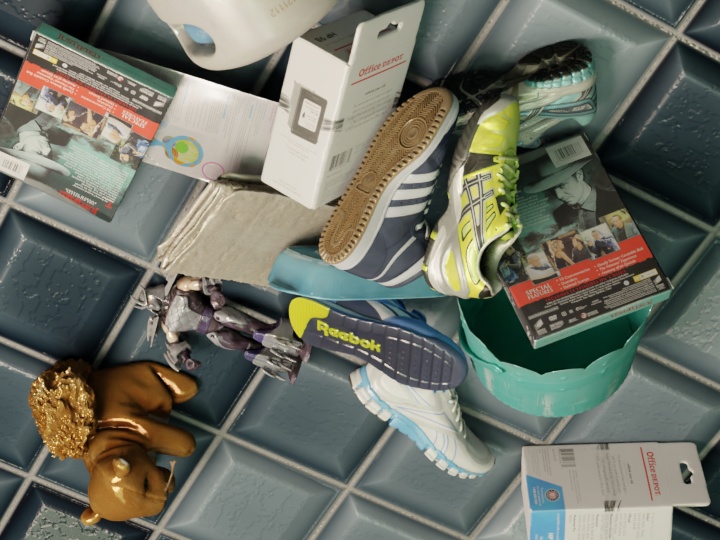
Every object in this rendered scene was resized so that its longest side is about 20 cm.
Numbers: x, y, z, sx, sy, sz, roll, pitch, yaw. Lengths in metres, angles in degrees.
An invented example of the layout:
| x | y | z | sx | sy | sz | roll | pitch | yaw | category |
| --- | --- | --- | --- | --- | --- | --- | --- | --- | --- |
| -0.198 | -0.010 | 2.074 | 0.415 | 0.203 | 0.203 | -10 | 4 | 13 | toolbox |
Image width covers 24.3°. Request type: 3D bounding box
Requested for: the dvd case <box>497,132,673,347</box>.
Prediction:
| x | y | z | sx | sy | sz | roll | pitch | yaw | category |
| --- | --- | --- | --- | --- | --- | --- | --- | --- | --- |
| 0.196 | -0.033 | 1.642 | 0.146 | 0.200 | 0.022 | -21 | 152 | -8 | dvd case |

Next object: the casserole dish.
| x | y | z | sx | sy | sz | roll | pitch | yaw | category |
| --- | --- | --- | --- | --- | --- | --- | --- | --- | --- |
| 0.000 | 0.000 | 1.712 | 0.200 | 0.121 | 0.039 | 0 | 102 | -34 | casserole dish |

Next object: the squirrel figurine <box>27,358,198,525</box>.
| x | y | z | sx | sy | sz | roll | pitch | yaw | category |
| --- | --- | --- | --- | --- | --- | --- | --- | --- | --- |
| -0.280 | 0.186 | 1.808 | 0.200 | 0.187 | 0.142 | 30 | 119 | -18 | squirrel figurine |

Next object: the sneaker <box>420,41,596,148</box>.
| x | y | z | sx | sy | sz | roll | pitch | yaw | category |
| --- | --- | --- | --- | --- | --- | --- | --- | --- | --- |
| 0.141 | -0.152 | 1.655 | 0.200 | 0.078 | 0.086 | -14 | 125 | 9 | sneaker |

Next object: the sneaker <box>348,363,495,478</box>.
| x | y | z | sx | sy | sz | roll | pitch | yaw | category |
| --- | --- | --- | --- | --- | --- | --- | --- | --- | --- |
| 0.087 | 0.154 | 1.859 | 0.200 | 0.075 | 0.087 | 38 | 110 | -22 | sneaker |

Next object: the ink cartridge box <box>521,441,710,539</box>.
| x | y | z | sx | sy | sz | roll | pitch | yaw | category |
| --- | --- | --- | --- | --- | --- | --- | --- | --- | --- |
| 0.286 | 0.256 | 1.896 | 0.200 | 0.116 | 0.067 | -1 | 123 | 1 | ink cartridge box |

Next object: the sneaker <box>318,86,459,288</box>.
| x | y | z | sx | sy | sz | roll | pitch | yaw | category |
| --- | --- | --- | --- | --- | --- | --- | --- | --- | --- |
| 0.052 | -0.074 | 1.619 | 0.108 | 0.070 | 0.200 | 31 | 95 | -40 | sneaker |

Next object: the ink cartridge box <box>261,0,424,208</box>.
| x | y | z | sx | sy | sz | roll | pitch | yaw | category |
| --- | --- | --- | --- | --- | --- | --- | --- | --- | --- |
| -0.017 | -0.172 | 1.602 | 0.067 | 0.116 | 0.200 | 31 | 125 | 23 | ink cartridge box |

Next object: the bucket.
| x | y | z | sx | sy | sz | roll | pitch | yaw | category |
| --- | --- | --- | --- | --- | --- | --- | --- | --- | --- |
| 0.194 | 0.042 | 1.698 | 0.207 | 0.207 | 0.135 | -3 | 150 | 2 | bucket |

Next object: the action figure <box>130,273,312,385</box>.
| x | y | z | sx | sy | sz | roll | pitch | yaw | category |
| --- | --- | --- | --- | --- | --- | --- | --- | --- | --- |
| -0.151 | 0.058 | 1.797 | 0.200 | 0.069 | 0.130 | 20 | 131 | -8 | action figure |

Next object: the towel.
| x | y | z | sx | sy | sz | roll | pitch | yaw | category |
| --- | --- | --- | --- | --- | --- | --- | --- | --- | --- |
| -0.101 | -0.039 | 1.706 | 0.200 | 0.034 | 0.133 | 10 | 132 | -44 | towel |

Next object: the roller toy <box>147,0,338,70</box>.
| x | y | z | sx | sy | sz | roll | pitch | yaw | category |
| --- | --- | --- | --- | --- | --- | --- | --- | --- | --- |
| -0.102 | -0.276 | 1.511 | 0.182 | 0.200 | 0.140 | -20 | 122 | 25 | roller toy |

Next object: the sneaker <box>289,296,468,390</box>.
| x | y | z | sx | sy | sz | roll | pitch | yaw | category |
| --- | --- | --- | --- | --- | --- | --- | --- | --- | --- |
| 0.028 | 0.058 | 1.751 | 0.200 | 0.082 | 0.074 | 24 | 129 | 16 | sneaker |

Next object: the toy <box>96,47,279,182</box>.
| x | y | z | sx | sy | sz | roll | pitch | yaw | category |
| --- | --- | --- | --- | --- | --- | --- | --- | --- | --- |
| -0.174 | -0.155 | 1.669 | 0.200 | 0.047 | 0.115 | 15 | 129 | -5 | toy |

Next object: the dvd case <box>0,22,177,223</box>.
| x | y | z | sx | sy | sz | roll | pitch | yaw | category |
| --- | --- | --- | --- | --- | --- | --- | --- | --- | --- |
| -0.280 | -0.142 | 1.656 | 0.146 | 0.022 | 0.200 | 25 | 134 | -9 | dvd case |

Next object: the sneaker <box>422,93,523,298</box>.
| x | y | z | sx | sy | sz | roll | pitch | yaw | category |
| --- | --- | --- | --- | --- | --- | --- | --- | --- | --- |
| 0.125 | -0.068 | 1.595 | 0.076 | 0.075 | 0.200 | 21 | 104 | 31 | sneaker |
